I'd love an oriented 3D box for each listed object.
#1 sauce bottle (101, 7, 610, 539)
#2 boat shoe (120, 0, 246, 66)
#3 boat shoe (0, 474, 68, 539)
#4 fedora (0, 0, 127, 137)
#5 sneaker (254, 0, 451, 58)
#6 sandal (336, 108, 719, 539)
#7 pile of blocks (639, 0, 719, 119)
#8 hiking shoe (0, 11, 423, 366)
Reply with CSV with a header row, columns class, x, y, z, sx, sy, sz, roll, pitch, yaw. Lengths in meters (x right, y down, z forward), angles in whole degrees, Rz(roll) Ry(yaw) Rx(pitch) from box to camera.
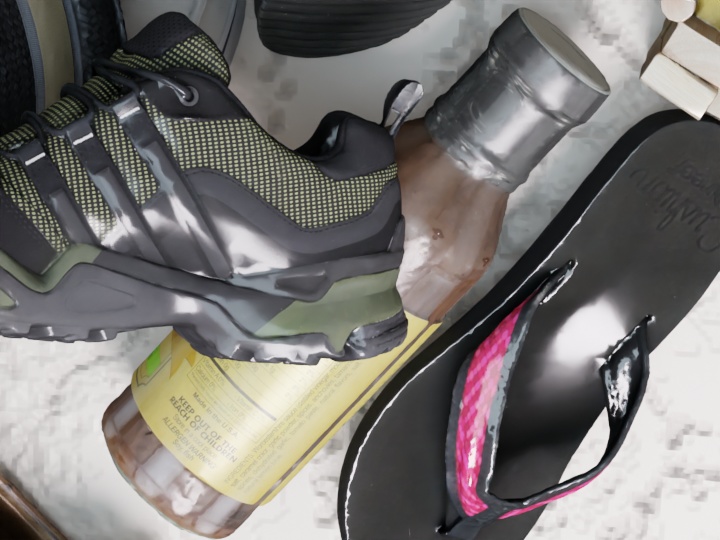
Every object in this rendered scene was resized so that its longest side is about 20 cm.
class,x,y,z,sx,sy,sz,roll,pitch,yaw
sauce bottle,0.000,0.000,0.873,0.065,0.065,0.200,43,105,-5
boat shoe,-0.065,-0.127,0.845,0.072,0.066,0.200,17,107,3
boat shoe,-0.095,0.131,0.920,0.200,0.076,0.072,38,105,-5
fedora,-0.168,-0.070,0.835,0.201,0.092,0.201,14,121,24
sneaker,0.010,-0.150,0.818,0.074,0.089,0.200,-3,144,-25
sandal,0.061,0.037,0.871,0.075,0.045,0.200,27,109,-30
pile of blocks,0.100,-0.133,0.821,0.082,0.062,0.200,-20,102,14
hiking shoe,-0.080,-0.028,0.799,0.200,0.076,0.101,7,86,-21
